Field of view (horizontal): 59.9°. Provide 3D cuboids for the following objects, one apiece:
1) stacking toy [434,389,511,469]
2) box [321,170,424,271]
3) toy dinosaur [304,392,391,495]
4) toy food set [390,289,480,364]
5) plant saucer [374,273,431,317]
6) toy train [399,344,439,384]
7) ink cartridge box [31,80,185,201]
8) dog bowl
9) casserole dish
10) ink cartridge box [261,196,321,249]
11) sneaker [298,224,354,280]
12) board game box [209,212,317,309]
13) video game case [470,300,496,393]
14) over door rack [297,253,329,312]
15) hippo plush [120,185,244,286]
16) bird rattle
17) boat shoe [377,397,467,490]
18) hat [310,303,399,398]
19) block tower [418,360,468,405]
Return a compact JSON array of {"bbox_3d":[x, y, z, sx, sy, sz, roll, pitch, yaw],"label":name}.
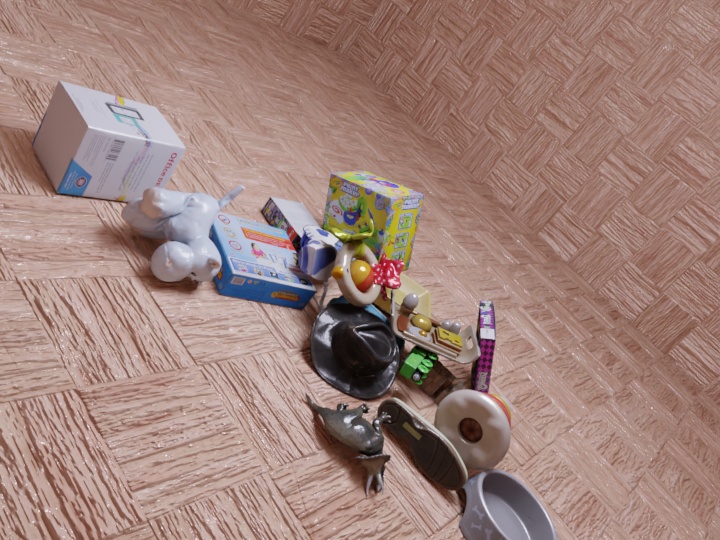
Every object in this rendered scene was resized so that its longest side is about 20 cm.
[{"bbox_3d":[0.243,0.279,1.196,0.146,0.146,0.200,47,27,19],"label":"stacking toy"},{"bbox_3d":[0.022,-0.116,1.484,0.122,0.193,0.200,-12,31,-44],"label":"box"},{"bbox_3d":[-0.011,0.257,1.016,0.200,0.077,0.102,44,18,7],"label":"toy dinosaur"},{"bbox_3d":[0.151,0.109,1.296,0.200,0.061,0.144,24,20,-7],"label":"toy food set"},{"bbox_3d":[0.078,0.053,1.523,0.200,0.048,0.200,35,21,-7],"label":"plant saucer"},{"bbox_3d":[0.129,0.173,1.271,0.056,0.042,0.200,31,22,12],"label":"toy train"},{"bbox_3d":[-0.467,-0.230,1.166,0.200,0.147,0.146,3,40,-53],"label":"ink cartridge box"},{"bbox_3d":[0.258,0.436,1.088,0.200,0.059,0.200,30,25,-16],"label":"dog bowl"},{"bbox_3d":[0.016,0.125,1.260,0.200,0.039,0.121,42,47,-10],"label":"casserole dish"},{"bbox_3d":[-0.141,-0.088,1.481,0.109,0.050,0.200,5,41,-51],"label":"ink cartridge box"},{"bbox_3d":[-0.094,-0.042,1.324,0.115,0.081,0.199,19,18,21],"label":"sneaker"},{"bbox_3d":[-0.212,-0.022,1.258,0.200,0.056,0.196,15,32,-41],"label":"board game box"},{"bbox_3d":[0.269,0.194,1.381,0.036,0.200,0.181,6,24,7],"label":"video game case"},{"bbox_3d":[-0.054,0.033,1.364,0.148,0.067,0.200,10,36,-48],"label":"over door rack"},{"bbox_3d":[-0.314,-0.050,1.113,0.200,0.159,0.161,-6,77,-37],"label":"hippo plush"},{"bbox_3d":[0.000,0.000,1.250,0.200,0.112,0.163,62,38,-34],"label":"bird rattle"},{"bbox_3d":[0.119,0.305,1.128,0.200,0.072,0.076,48,10,18],"label":"boat shoe"},{"bbox_3d":[0.008,0.140,1.165,0.200,0.081,0.201,14,62,-28],"label":"hat"},{"bbox_3d":[0.179,0.249,1.315,0.200,0.054,0.058,45,26,15],"label":"block tower"}]
